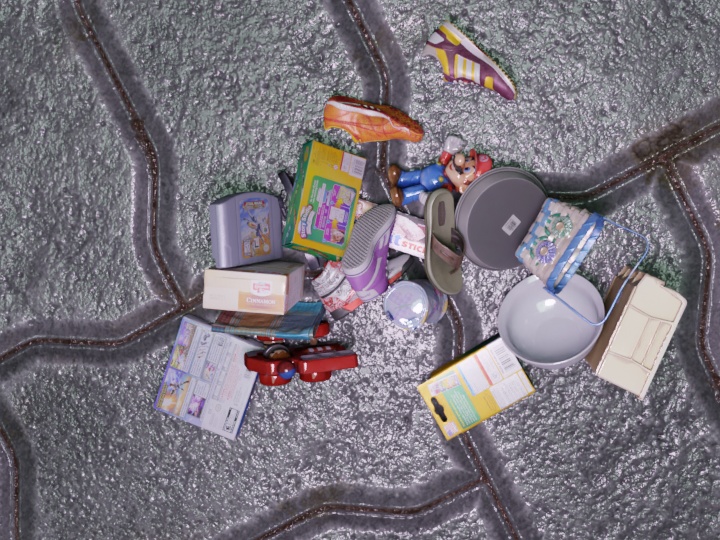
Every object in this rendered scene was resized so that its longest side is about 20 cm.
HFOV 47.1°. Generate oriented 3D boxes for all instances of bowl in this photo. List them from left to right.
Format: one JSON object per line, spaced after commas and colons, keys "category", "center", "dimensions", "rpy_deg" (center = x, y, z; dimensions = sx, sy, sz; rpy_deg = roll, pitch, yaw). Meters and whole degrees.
{"category": "bowl", "center": [0.363, 0.108, 1.550], "dimensions": [0.198, 0.091, 0.204], "rpy_deg": [-13, 51, 16]}

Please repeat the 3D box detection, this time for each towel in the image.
{"category": "towel", "center": [-0.174, 0.089, 1.599], "dimensions": [0.196, 0.147, 0.022], "rpy_deg": [5, 113, 6]}

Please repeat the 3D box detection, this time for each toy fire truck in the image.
{"category": "toy fire truck", "center": [-0.117, 0.166, 1.574], "dimensions": [0.197, 0.168, 0.114], "rpy_deg": [-4, 95, -17]}

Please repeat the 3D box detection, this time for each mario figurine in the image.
{"category": "mario figurine", "center": [0.149, -0.189, 1.557], "dimensions": [0.197, 0.106, 0.126], "rpy_deg": [-12, 93, 9]}

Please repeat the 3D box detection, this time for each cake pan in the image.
{"category": "cake pan", "center": [0.273, -0.091, 1.550], "dimensions": [0.197, 0.037, 0.204], "rpy_deg": [-5, 109, -14]}

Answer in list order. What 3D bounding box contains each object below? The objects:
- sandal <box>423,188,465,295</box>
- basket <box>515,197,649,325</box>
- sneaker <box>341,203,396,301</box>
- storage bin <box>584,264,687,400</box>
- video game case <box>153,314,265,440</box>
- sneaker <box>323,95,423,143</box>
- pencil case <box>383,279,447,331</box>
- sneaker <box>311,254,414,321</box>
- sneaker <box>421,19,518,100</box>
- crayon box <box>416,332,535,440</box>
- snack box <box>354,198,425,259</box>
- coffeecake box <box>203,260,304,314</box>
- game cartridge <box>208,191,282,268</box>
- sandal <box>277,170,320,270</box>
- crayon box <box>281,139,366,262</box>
{"category": "sandal", "center": [0.158, -0.048, 1.512], "dimensions": [0.079, 0.057, 0.204], "rpy_deg": [-23, 115, -33]}
{"category": "basket", "center": [0.388, -0.022, 1.476], "dimensions": [0.198, 0.139, 0.178], "rpy_deg": [32, 96, 18]}
{"category": "sneaker", "center": [0.027, -0.029, 1.554], "dimensions": [0.072, 0.202, 0.115], "rpy_deg": [0, 134, 32]}
{"category": "storage bin", "center": [0.491, 0.104, 1.502], "dimensions": [0.093, 0.200, 0.201], "rpy_deg": [24, 98, 5]}
{"category": "video game case", "center": [-0.302, 0.215, 1.674], "dimensions": [0.179, 0.045, 0.203], "rpy_deg": [21, 97, 2]}
{"category": "sneaker", "center": [0.025, -0.278, 1.589], "dimensions": [0.197, 0.073, 0.078], "rpy_deg": [17, 119, 8]}
{"category": "pencil case", "center": [0.108, 0.061, 1.538], "dimensions": [0.083, 0.200, 0.091], "rpy_deg": [-41, 81, 13]}
{"category": "sneaker", "center": [-0.001, 0.000, 1.610], "dimensions": [0.200, 0.067, 0.109], "rpy_deg": [-35, 94, 11]}
{"category": "sneaker", "center": [0.206, -0.373, 1.554], "dimensions": [0.200, 0.075, 0.090], "rpy_deg": [44, 107, 7]}
{"category": "crayon box", "center": [0.224, 0.225, 1.616], "dimensions": [0.198, 0.052, 0.127], "rpy_deg": [-31, 92, 7]}
{"category": "snack box", "center": [0.067, -0.080, 1.615], "dimensions": [0.197, 0.024, 0.073], "rpy_deg": [19, 98, 4]}
{"category": "coffeecake box", "center": [-0.197, 0.027, 1.565], "dimensions": [0.151, 0.200, 0.074], "rpy_deg": [5, 97, 6]}
{"category": "game cartridge", "center": [-0.211, -0.081, 1.559], "dimensions": [0.041, 0.199, 0.136], "rpy_deg": [4, 99, 27]}
{"category": "sandal", "center": [-0.128, -0.095, 1.607], "dimensions": [0.042, 0.076, 0.203], "rpy_deg": [-17, 94, 1]}
{"category": "crayon box", "center": [-0.069, -0.130, 1.560], "dimensions": [0.117, 0.058, 0.204], "rpy_deg": [15, 80, -25]}
